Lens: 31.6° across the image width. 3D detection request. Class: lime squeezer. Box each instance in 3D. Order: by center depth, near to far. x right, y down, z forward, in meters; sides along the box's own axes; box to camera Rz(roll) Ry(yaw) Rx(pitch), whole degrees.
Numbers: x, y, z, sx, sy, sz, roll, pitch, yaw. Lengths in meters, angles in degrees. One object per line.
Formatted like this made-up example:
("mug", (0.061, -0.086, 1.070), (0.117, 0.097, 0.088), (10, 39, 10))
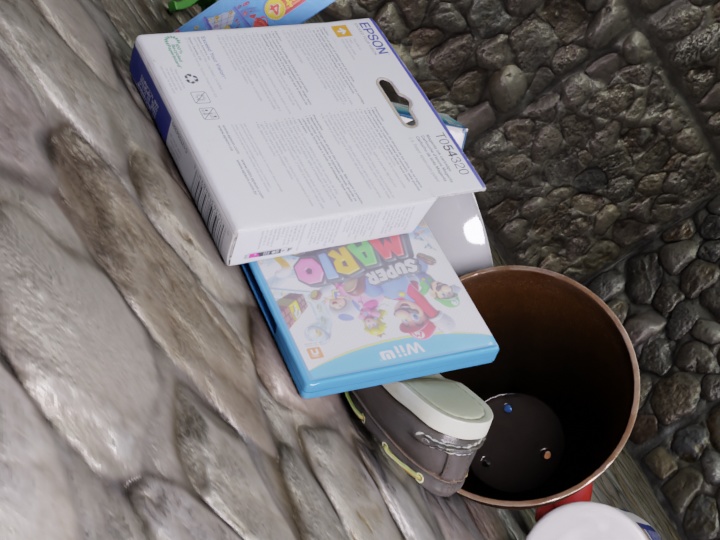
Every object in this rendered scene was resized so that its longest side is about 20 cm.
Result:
("lime squeezer", (-0.153, -0.262, 1.342), (0.071, 0.038, 0.200), (59, 9, 23))

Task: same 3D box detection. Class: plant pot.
("plant pot", (0.126, 0.119, 1.044), (0.187, 0.187, 0.200), (59, -5, 22))

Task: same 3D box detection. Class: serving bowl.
("serving bowl", (0.051, -0.029, 1.111), (0.200, 0.066, 0.200), (163, -90, -81))

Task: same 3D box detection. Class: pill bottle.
("pill bottle", (0.210, 0.260, 1.102), (0.111, 0.111, 0.200), (59, 9, 21))

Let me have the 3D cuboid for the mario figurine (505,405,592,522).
("mario figurine", (0.144, 0.178, 1.264), (0.123, 0.106, 0.200), (-16, 55, -43))

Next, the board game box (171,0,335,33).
("board game box", (-0.075, -0.241, 1.146), (0.056, 0.200, 0.196), (55, 9, -11))

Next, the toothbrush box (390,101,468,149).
("toothbrush box", (0.048, -0.100, 1.367), (0.085, 0.146, 0.200), (12, 11, -4))

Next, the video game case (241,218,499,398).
("video game case", (-0.009, -0.005, 0.883), (0.200, 0.143, 0.018), (62, -31, 35))

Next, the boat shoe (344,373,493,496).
("boat shoe", (0.020, 0.085, 0.894), (0.072, 0.061, 0.201), (7, 18, -27))

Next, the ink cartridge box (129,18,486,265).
("ink cartridge box", (-0.040, -0.101, 0.921), (0.196, 0.200, 0.043), (61, -35, 32))
